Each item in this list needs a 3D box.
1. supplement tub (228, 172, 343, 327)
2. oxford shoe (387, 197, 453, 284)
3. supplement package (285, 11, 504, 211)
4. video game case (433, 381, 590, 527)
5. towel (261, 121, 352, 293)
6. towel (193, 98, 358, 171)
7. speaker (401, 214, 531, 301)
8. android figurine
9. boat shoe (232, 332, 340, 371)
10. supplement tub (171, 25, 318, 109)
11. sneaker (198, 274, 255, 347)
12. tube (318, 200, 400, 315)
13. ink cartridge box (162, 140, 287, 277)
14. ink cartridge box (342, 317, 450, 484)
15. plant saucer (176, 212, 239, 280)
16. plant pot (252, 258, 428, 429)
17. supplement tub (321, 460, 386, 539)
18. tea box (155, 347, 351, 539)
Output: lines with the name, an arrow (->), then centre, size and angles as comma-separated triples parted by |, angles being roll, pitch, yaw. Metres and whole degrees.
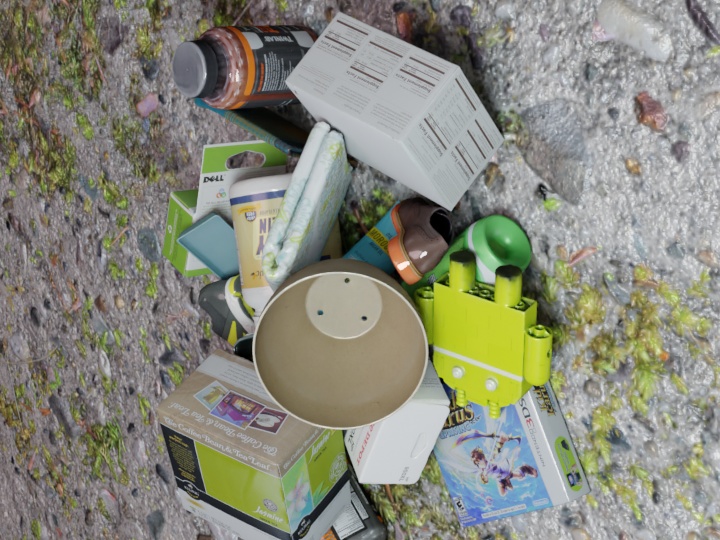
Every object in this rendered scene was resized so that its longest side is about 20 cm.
supplement tub -> -0.095, -0.027, 1.694 | 0.144, 0.144, 0.202 | -6, 93, 48
oxford shoe -> 0.081, -0.046, 1.510 | 0.072, 0.200, 0.071 | -30, 109, 15
supplement package -> 0.041, -0.186, 1.477 | 0.200, 0.156, 0.111 | 33, 81, 38
video game case -> 0.169, 0.211, 1.557 | 0.200, 0.045, 0.182 | -27, 80, 48
towel -> -0.067, -0.067, 1.539 | 0.048, 0.171, 0.201 | 20, 80, 9
towel -> -0.114, -0.184, 1.680 | 0.200, 0.146, 0.022 | 33, 106, 36
speaker -> 0.117, 0.014, 1.527 | 0.200, 0.088, 0.089 | -42, 70, 45
android figurine -> 0.140, 0.079, 1.459 | 0.181, 0.041, 0.201 | 20, 124, 30
boat shoe -> -0.097, 0.115, 1.626 | 0.200, 0.061, 0.073 | 9, 94, 56
supplement tub -> -0.146, -0.265, 1.644 | 0.107, 0.199, 0.108 | 11, 106, 42
sneaker -> -0.165, 0.080, 1.815 | 0.084, 0.075, 0.201 | -1, 132, 27
tube -> 0.000, 0.000, 1.603 | 0.077, 0.200, 0.050 | 45, 172, 25
ink cartridge box -> -0.188, -0.102, 1.779 | 0.076, 0.147, 0.201 | 38, 126, 43
ink cartridge box -> 0.028, 0.152, 1.612 | 0.200, 0.084, 0.145 | -115, 36, -49
plant saucer -> -0.175, -0.015, 1.767 | 0.070, 0.200, 0.019 | -31, 48, 12
plant pot -> -0.021, 0.066, 1.485 | 0.199, 0.135, 0.202 | 1, 114, 2
supplement tub -> -0.044, 0.342, 1.771 | 0.123, 0.122, 0.201 | -47, 67, 44
tea box -> -0.134, 0.239, 1.630 | 0.199, 0.134, 0.198 | 20, 137, 28
